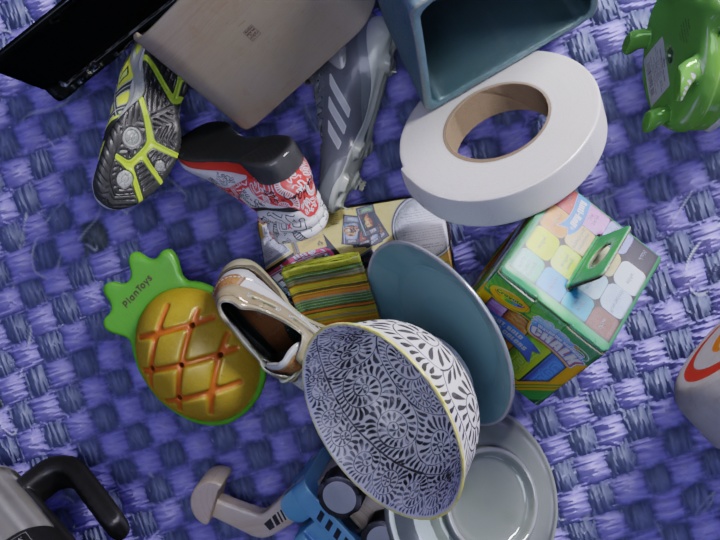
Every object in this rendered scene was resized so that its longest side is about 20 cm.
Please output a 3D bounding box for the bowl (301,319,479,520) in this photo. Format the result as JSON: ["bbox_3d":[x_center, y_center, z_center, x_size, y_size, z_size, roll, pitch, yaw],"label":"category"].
[{"bbox_3d":[0.045,0.120,1.034,0.199,0.094,0.204,27,133,33],"label":"bowl"}]

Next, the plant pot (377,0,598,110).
[{"bbox_3d":[0.091,-0.312,1.015,0.193,0.197,0.202,-28,72,-2],"label":"plant pot"}]

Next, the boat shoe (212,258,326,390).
[{"bbox_3d":[-0.070,0.079,1.094,0.199,0.069,0.075,41,115,-14],"label":"boat shoe"}]

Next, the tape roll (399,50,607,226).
[{"bbox_3d":[0.132,-0.128,1.046,0.199,0.205,0.037,-19,134,10],"label":"tape roll"}]

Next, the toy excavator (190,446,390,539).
[{"bbox_3d":[-0.060,0.253,1.164,0.195,0.100,0.200,46,114,-4],"label":"toy excavator"}]

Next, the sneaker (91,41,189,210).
[{"bbox_3d":[-0.222,-0.154,1.126,0.075,0.076,0.203,28,74,-32],"label":"sneaker"}]

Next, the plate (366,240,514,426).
[{"bbox_3d":[0.080,0.057,1.055,0.025,0.200,0.202,-31,91,-27],"label":"plate"}]

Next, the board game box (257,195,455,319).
[{"bbox_3d":[0.000,0.000,1.150,0.196,0.035,0.138,-8,95,9],"label":"board game box"}]

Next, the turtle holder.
[{"bbox_3d":[0.332,-0.214,1.013,0.129,0.142,0.188,-2,135,-8],"label":"turtle holder"}]

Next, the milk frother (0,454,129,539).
[{"bbox_3d":[-0.338,0.328,1.194,0.187,0.179,0.203,34,135,37],"label":"milk frother"}]

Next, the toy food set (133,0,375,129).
[{"bbox_3d":[-0.103,-0.243,1.065,0.199,0.061,0.143,-37,122,25],"label":"toy food set"}]

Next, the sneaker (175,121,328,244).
[{"bbox_3d":[-0.112,-0.084,1.115,0.067,0.200,0.109,-44,125,-24],"label":"sneaker"}]

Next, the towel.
[{"bbox_3d":[-0.013,0.077,1.132,0.084,0.018,0.203,-10,115,18],"label":"towel"}]

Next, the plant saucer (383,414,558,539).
[{"bbox_3d":[0.121,0.230,1.100,0.196,0.050,0.204,6,75,-22],"label":"plant saucer"}]

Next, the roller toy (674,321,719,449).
[{"bbox_3d":[0.401,0.104,1.032,0.140,0.200,0.182,45,135,1],"label":"roller toy"}]

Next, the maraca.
[{"bbox_3d":[-0.183,0.071,1.148,0.200,0.107,0.137,45,102,2],"label":"maraca"}]

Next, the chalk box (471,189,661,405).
[{"bbox_3d":[0.183,0.015,1.028,0.123,0.200,0.125,37,61,3],"label":"chalk box"}]

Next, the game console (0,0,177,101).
[{"bbox_3d":[-0.259,-0.272,1.074,0.198,0.116,0.177,-34,48,11],"label":"game console"}]

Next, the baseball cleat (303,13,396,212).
[{"bbox_3d":[-0.026,-0.165,1.124,0.105,0.070,0.203,19,87,11],"label":"baseball cleat"}]
